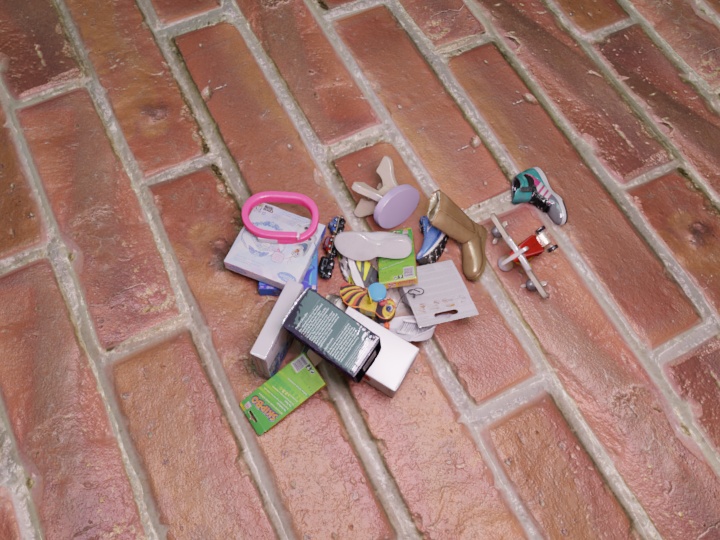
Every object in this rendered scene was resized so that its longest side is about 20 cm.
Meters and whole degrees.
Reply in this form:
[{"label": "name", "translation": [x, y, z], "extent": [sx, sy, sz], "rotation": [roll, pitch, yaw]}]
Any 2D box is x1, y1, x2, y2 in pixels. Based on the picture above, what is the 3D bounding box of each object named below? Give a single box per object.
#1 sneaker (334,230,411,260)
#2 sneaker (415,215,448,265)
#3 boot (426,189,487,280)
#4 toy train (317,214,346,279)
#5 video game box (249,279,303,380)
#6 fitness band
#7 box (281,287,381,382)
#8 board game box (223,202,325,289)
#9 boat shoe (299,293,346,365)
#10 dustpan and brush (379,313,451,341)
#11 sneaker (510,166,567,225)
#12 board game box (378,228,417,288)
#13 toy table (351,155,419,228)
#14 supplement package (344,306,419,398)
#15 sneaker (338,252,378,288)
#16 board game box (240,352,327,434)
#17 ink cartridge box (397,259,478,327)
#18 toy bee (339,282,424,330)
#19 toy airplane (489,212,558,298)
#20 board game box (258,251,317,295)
[{"label": "sneaker", "translation": [0.033, -0.072, 1.629], "extent": [0.198, 0.076, 0.089], "rotation": [6, 27, 2]}, {"label": "sneaker", "translation": [0.193, -0.098, 1.717], "extent": [0.089, 0.079, 0.201], "rotation": [21, 59, 18]}, {"label": "boot", "translation": [0.247, -0.088, 1.651], "extent": [0.199, 0.066, 0.176], "rotation": [31, 54, -35]}, {"label": "toy train", "translation": [-0.078, -0.067, 1.689], "extent": [0.045, 0.034, 0.201], "rotation": [15, 59, -2]}, {"label": "video game box", "translation": [-0.192, 0.146, 1.510], "extent": [0.047, 0.183, 0.201], "rotation": [21, 65, 10]}, {"label": "fitness band", "translation": [-0.206, -0.139, 1.627], "extent": [0.198, 0.038, 0.145], "rotation": [4, 61, -4]}, {"label": "box", "translation": [-0.060, 0.146, 1.405], "extent": [0.199, 0.148, 0.105], "rotation": [34, 79, 12]}, {"label": "board game box", "translation": [-0.218, -0.062, 1.631], "extent": [0.199, 0.043, 0.200], "rotation": [21, 62, 7]}, {"label": "boat shoe", "translation": [-0.099, 0.150, 1.578], "extent": [0.060, 0.072, 0.203], "rotation": [21, 71, 30]}, {"label": "dustpan and brush", "translation": [0.159, 0.134, 1.593], "extent": [0.199, 0.139, 0.058], "rotation": [4, 98, -35]}, {"label": "sneaker", "translation": [0.485, -0.200, 1.767], "extent": [0.120, 0.084, 0.201], "rotation": [-15, 59, -16]}, {"label": "board game box", "translation": [0.095, -0.035, 1.647], "extent": [0.095, 0.030, 0.201], "rotation": [-10, 44, 9]}, {"label": "toy table", "translation": [0.065, -0.199, 1.700], "extent": [0.117, 0.200, 0.184], "rotation": [39, 102, 22]}, {"label": "supplement package", "translation": [0.025, 0.200, 1.527], "extent": [0.199, 0.121, 0.120], "rotation": [30, 73, 10]}, {"label": "sneaker", "translation": [0.000, 0.000, 1.661], "extent": [0.084, 0.075, 0.201], "rotation": [-5, 66, -25]}, {"label": "board game box", "translation": [-0.184, 0.293, 1.500], "extent": [0.200, 0.030, 0.096], "rotation": [-37, 71, -1]}, {"label": "ink cartridge box", "translation": [0.192, 0.067, 1.613], "extent": [0.161, 0.050, 0.201], "rotation": [-11, 48, -9]}, {"label": "toy bee", "translation": [0.043, 0.086, 1.526], "extent": [0.198, 0.131, 0.110], "rotation": [-6, 61, 24]}, {"label": "toy airplane", "translation": [0.413, -0.038, 1.659], "extent": [0.198, 0.141, 0.201], "rotation": [28, 46, -26]}, {"label": "board game box", "translation": [-0.187, -0.033, 1.669], "extent": [0.151, 0.045, 0.201], "rotation": [0, 64, -3]}]
